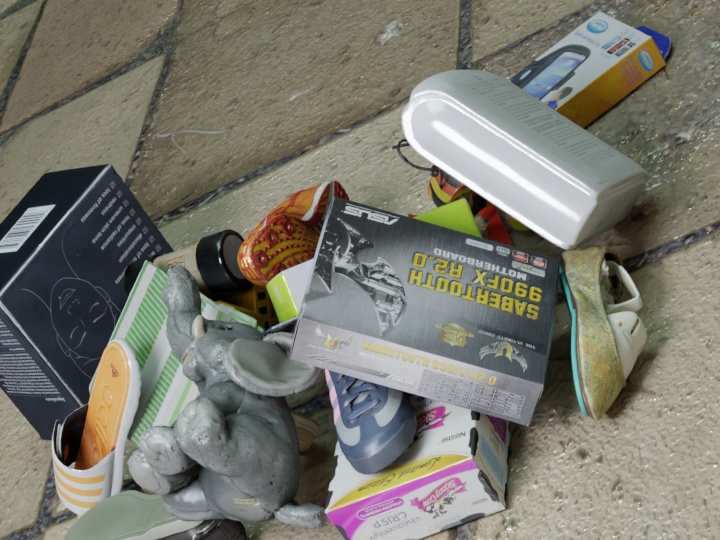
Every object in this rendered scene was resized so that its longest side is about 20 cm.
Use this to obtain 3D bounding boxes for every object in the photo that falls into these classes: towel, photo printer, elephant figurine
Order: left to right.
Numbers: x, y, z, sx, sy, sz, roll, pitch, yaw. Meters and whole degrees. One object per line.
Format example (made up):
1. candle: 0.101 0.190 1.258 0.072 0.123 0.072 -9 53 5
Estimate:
1. towel: -0.170 0.086 1.729 0.199 0.023 0.154 28 93 51
2. elephant figurine: -0.098 0.099 1.577 0.141 0.155 0.201 -17 35 35
3. photo printer: 0.135 -0.103 1.662 0.070 0.199 0.166 -61 -15 21

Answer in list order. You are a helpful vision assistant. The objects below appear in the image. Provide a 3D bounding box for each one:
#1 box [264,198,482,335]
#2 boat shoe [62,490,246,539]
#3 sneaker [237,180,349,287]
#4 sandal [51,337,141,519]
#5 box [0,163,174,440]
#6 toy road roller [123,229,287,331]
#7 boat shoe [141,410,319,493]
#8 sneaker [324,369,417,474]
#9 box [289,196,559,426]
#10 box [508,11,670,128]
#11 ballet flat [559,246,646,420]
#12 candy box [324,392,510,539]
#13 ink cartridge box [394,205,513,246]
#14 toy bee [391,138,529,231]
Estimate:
1. box: 0.000 0.000 1.692 0.198 0.048 0.122 -22 -3 -10
2. boat shoe: -0.180 0.229 1.666 0.200 0.061 0.072 -16 32 44
3. sneaker: -0.070 -0.025 1.820 0.077 0.074 0.200 -20 8 27
4. sandal: -0.248 0.150 1.733 0.059 0.208 0.079 -6 35 -32
5. box: -0.285 0.034 1.943 0.123 0.197 0.201 -4 40 46
6. toy road roller: -0.131 0.065 1.842 0.122 0.146 0.202 -18 69 29
7. boat shoe: -0.119 0.165 1.704 0.199 0.073 0.070 -12 59 40
8. sneaker: -0.006 0.084 1.548 0.070 0.082 0.200 -31 27 9
9. box: 0.054 0.030 1.542 0.198 0.049 0.159 16 39 0
10. box: 0.211 -0.187 1.917 0.199 0.042 0.119 -39 28 -3
11. ballet flat: 0.196 0.042 1.549 0.070 0.071 0.201 -26 28 16
12. candy box: 0.051 0.128 1.571 0.135 0.061 0.201 -23 30 21
13. ink cartridge box: 0.037 -0.016 1.829 0.199 0.047 0.160 -32 28 8
14. toy bee: 0.103 -0.088 1.798 0.132 0.198 0.109 -105 28 -44
